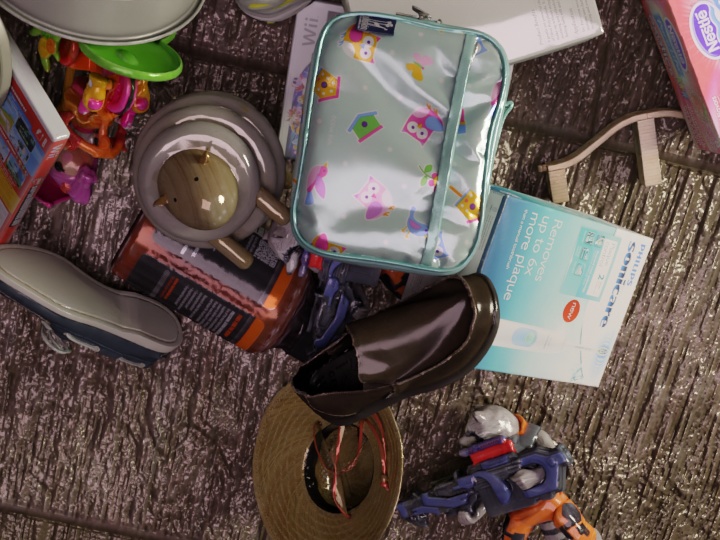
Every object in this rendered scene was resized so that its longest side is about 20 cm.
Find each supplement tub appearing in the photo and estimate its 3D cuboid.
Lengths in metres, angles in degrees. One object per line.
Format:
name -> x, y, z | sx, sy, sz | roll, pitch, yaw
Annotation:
supplement tub -> -0.117, 0.005, 1.037 | 0.199, 0.107, 0.107 | 32, 105, -10

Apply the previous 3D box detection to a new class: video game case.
video game case -> -0.315, -0.115, 0.961 | 0.144, 0.017, 0.200 | 57, 138, 9
video game case -> 0.031, -0.157, 1.033 | 0.198, 0.018, 0.144 | 9, 108, -3

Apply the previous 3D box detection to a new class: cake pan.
cake pan -> -0.214, -0.264, 0.909 | 0.199, 0.201, 0.037 | 23, 140, -8

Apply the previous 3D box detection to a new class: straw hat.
straw hat -> -0.007, 0.190, 1.104 | 0.085, 0.201, 0.202 | 5, 115, -48

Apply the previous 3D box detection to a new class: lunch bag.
lunch bag -> 0.033, -0.100, 0.886 | 0.159, 0.077, 0.202 | 10, 91, 2

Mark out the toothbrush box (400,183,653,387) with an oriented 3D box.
toothbrush box -> 0.143, 0.012, 0.996 | 0.199, 0.085, 0.148 | 13, 100, -41

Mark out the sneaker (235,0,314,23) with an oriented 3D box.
sneaker -> -0.023, -0.278, 0.956 | 0.199, 0.076, 0.076 | -35, 82, 8

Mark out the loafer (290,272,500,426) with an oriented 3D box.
loafer -> 0.023, 0.066, 0.904 | 0.200, 0.073, 0.071 | -37, 147, 28

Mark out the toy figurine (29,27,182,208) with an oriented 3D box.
toy figurine -> -0.239, -0.132, 0.970 | 0.149, 0.200, 0.185 | -6, 129, -41

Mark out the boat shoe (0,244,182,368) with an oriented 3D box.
boat shoe -> -0.258, 0.037, 1.044 | 0.199, 0.075, 0.062 | 24, 126, -39

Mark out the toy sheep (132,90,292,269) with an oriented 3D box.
toy sheep -> -0.121, -0.082, 0.939 | 0.136, 0.200, 0.139 | -1, 110, -4

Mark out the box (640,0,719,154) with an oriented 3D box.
box -> 0.304, -0.210, 0.964 | 0.102, 0.095, 0.201 | -22, 98, 6

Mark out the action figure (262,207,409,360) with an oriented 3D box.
action figure -> 0.000, 0.000, 1.007 | 0.192, 0.105, 0.201 | 16, 105, -26

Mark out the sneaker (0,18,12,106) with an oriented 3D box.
sneaker -> -0.346, -0.137, 0.888 | 0.075, 0.106, 0.200 | 57, 138, 8

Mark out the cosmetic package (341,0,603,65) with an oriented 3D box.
cosmetic package -> 0.090, -0.217, 0.963 | 0.198, 0.085, 0.109 | -16, 96, 1

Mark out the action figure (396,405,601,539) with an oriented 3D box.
action figure -> 0.141, 0.222, 1.125 | 0.199, 0.105, 0.195 | -16, 101, 32

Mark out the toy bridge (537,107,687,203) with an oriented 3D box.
toy bridge -> 0.260, -0.111, 1.044 | 0.198, 0.027, 0.068 | -10, 105, 3
